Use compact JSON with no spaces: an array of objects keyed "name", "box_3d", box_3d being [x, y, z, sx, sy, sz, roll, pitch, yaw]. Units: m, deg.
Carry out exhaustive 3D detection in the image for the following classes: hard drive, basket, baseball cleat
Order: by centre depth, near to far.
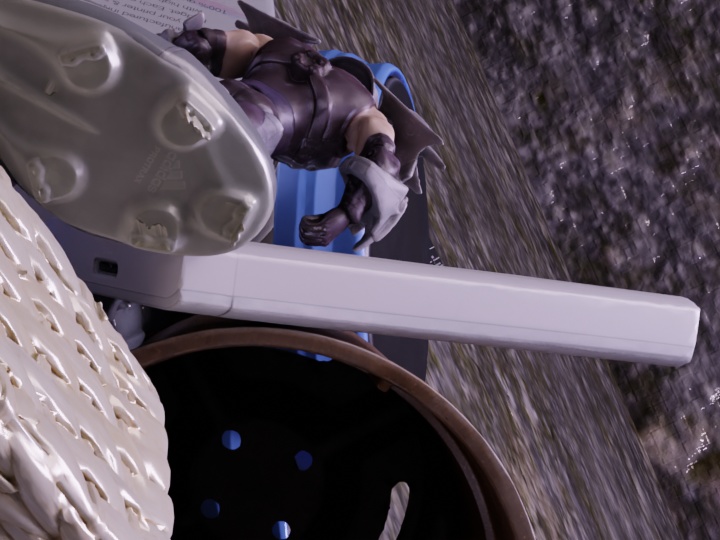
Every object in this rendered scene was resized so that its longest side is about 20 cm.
[{"name":"basket","box_3d":[-0.149,0.030,0.668,0.200,0.123,0.136,57,11,-30]},{"name":"baseball cleat","box_3d":[-0.113,-0.077,0.744,0.200,0.070,0.106,30,22,-15]},{"name":"hard drive","box_3d":[0.001,0.008,0.855,0.132,0.200,0.027,9,-88,63]}]

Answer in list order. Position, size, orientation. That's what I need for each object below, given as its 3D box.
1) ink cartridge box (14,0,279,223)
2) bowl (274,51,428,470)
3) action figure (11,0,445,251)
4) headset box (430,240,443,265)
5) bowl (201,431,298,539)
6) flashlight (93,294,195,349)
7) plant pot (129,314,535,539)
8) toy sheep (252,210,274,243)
[{"name":"ink cartridge box","box_3d":[-0.117,-0.094,1.060,0.146,0.083,0.200,16,29,-15]},{"name":"bowl","box_3d":[0.000,0.000,1.088,0.201,0.039,0.201,-1,90,-80]},{"name":"action figure","box_3d":[-0.050,-0.056,0.901,0.130,0.069,0.200,25,18,29]},{"name":"headset box","box_3d":[-0.027,-0.036,1.516,0.200,0.093,0.174,63,11,-1]},{"name":"bowl","box_3d":[-0.035,0.107,1.107,0.201,0.039,0.201,-7,90,-82]},{"name":"flashlight","box_3d":[-0.110,0.020,1.073,0.200,0.068,0.068,-24,121,-76]},{"name":"plant pot","box_3d":[-0.040,0.104,0.892,0.200,0.200,0.198,62,2,-8]},{"name":"toy sheep","box_3d":[-0.067,-0.047,1.246,0.200,0.138,0.138,37,29,-60]}]
